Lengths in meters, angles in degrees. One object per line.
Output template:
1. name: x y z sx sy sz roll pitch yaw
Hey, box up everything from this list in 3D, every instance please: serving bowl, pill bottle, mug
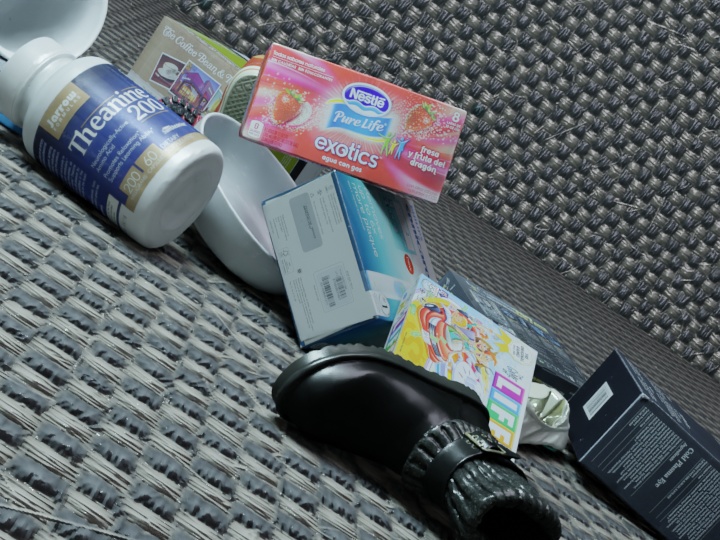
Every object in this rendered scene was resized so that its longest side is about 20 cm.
1. serving bowl: -0.115 -0.055 1.517 0.200 0.066 0.200 48 20 -24
2. pill bottle: -0.228 -0.120 1.380 0.200 0.111 0.111 37 9 15
3. mug: -0.399 -0.306 1.674 0.199 0.148 0.175 -2 17 -34

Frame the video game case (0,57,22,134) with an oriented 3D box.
1. video game case: -0.369 -0.190 1.529 0.143 0.018 0.200 35 9 -6

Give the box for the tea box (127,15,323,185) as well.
1. tea box: -0.161 -0.187 1.904 0.200 0.134 0.197 39 9 27

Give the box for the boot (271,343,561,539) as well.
1. boot: 0.045 0.140 1.147 0.210 0.080 0.158 15 31 -33

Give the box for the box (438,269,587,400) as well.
1. box: 0.191 0.096 1.940 0.200 0.051 0.158 29 20 -36

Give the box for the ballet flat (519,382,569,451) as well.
1. ballet flat: 0.188 0.153 1.643 0.069 0.070 0.200 39 10 25

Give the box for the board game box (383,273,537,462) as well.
1. board game box: 0.080 0.102 1.349 0.134 0.034 0.200 34 34 -9

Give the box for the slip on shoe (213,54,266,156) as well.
1. slip on shoe: -0.133 -0.145 1.623 0.074 0.200 0.061 27 39 -8

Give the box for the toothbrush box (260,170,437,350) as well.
1. toothbrush box: 0.000 0.000 1.484 0.200 0.085 0.147 18 54 -66

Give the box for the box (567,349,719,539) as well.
1. box: 0.327 0.204 1.708 0.182 0.104 0.200 40 9 -6

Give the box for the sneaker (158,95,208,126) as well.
1. sneaker: -0.181 -0.128 1.729 0.074 0.081 0.200 -8 -36 40

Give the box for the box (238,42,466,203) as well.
1. box: -0.010 -0.141 1.496 0.199 0.095 0.103 19 2 -7
